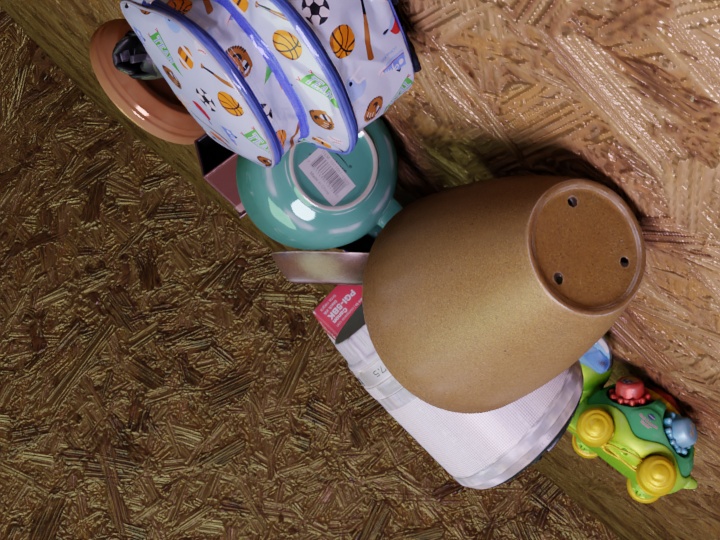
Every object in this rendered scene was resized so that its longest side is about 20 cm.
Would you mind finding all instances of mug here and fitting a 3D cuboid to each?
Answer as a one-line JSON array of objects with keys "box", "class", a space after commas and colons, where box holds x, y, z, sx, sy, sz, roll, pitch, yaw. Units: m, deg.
[{"box": [-0.024, -0.097, 0.937, 0.182, 0.155, 0.114, 1, 179, -15], "class": "mug"}]

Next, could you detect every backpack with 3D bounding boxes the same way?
[{"box": [-0.059, -0.167, 0.670, 0.189, 0.155, 0.200, 20, 158, 42], "class": "backpack"}]

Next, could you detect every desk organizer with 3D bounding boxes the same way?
[{"box": [-0.156, -0.168, 1.144, 0.077, 0.071, 0.201, 45, -163, -45], "class": "desk organizer"}]

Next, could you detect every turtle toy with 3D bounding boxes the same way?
[{"box": [0.277, 0.158, 1.019, 0.199, 0.101, 0.146, 39, 173, 18], "class": "turtle toy"}]

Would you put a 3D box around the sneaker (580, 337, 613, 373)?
[{"box": [0.164, 0.070, 0.998, 0.197, 0.091, 0.078, 19, 180, 13], "class": "sneaker"}]

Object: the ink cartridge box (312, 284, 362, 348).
[{"box": [0.048, 0.109, 1.191, 0.200, 0.083, 0.147, 42, 171, 25], "class": "ink cartridge box"}]

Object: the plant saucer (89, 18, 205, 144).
[{"box": [-0.267, -0.261, 1.285, 0.199, 0.037, 0.202, 35, -145, -29], "class": "plant saucer"}]

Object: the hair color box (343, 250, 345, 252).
[{"box": [0.020, -0.034, 1.246, 0.200, 0.065, 0.109, 42, -173, 35], "class": "hair color box"}]

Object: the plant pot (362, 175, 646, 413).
[{"box": [0.117, 0.005, 0.720, 0.186, 0.187, 0.200, 41, 159, -6], "class": "plant pot"}]

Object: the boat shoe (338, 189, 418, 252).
[{"box": [0.005, -0.054, 1.065, 0.199, 0.073, 0.060, 14, 160, -32], "class": "boat shoe"}]

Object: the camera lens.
[{"box": [0.094, 0.086, 0.888, 0.200, 0.160, 0.160, 45, 173, -5], "class": "camera lens"}]

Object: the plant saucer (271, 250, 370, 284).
[{"box": [0.000, 0.000, 1.050, 0.197, 0.035, 0.200, 3, 178, 0], "class": "plant saucer"}]

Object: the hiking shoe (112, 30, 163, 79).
[{"box": [-0.252, -0.271, 1.161, 0.099, 0.077, 0.200, -4, -167, -21], "class": "hiking shoe"}]
